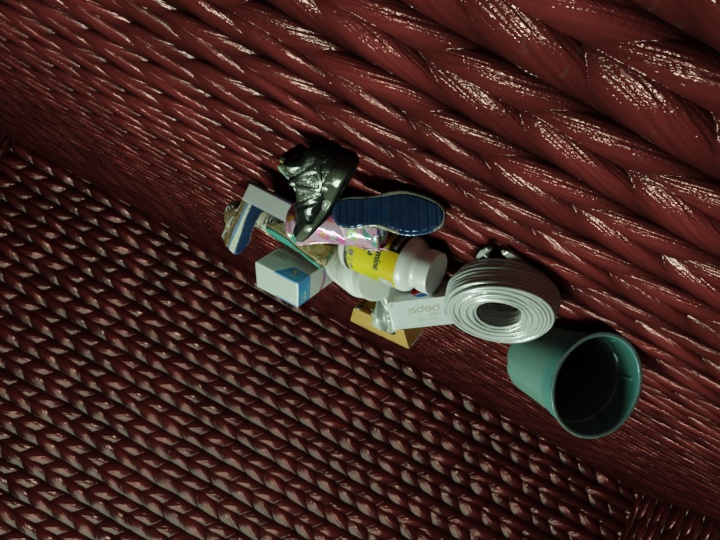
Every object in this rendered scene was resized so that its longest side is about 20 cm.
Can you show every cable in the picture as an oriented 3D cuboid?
[{"bbox_3d":[0.249,0.057,1.043,0.200,0.069,0.200,26,145,-14],"label":"cable"}]

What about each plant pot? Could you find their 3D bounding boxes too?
[{"bbox_3d":[0.402,0.198,1.168,0.200,0.200,0.196,33,175,-20],"label":"plant pot"}]

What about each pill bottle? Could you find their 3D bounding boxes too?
[{"bbox_3d":[0.064,-0.027,1.172,0.200,0.113,0.112,22,167,29],"label":"pill bottle"},{"bbox_3d":[0.000,0.000,1.355,0.114,0.114,0.200,35,180,-25],"label":"pill bottle"}]

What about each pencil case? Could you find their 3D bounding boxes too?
[{"bbox_3d":[-0.213,-0.118,1.516,0.200,0.090,0.078,27,168,15],"label":"pencil case"},{"bbox_3d":[-0.040,-0.083,1.118,0.200,0.088,0.087,6,161,18],"label":"pencil case"}]

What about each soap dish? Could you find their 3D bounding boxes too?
[{"bbox_3d":[0.089,0.107,1.617,0.200,0.157,0.081,23,150,31],"label":"soap dish"}]

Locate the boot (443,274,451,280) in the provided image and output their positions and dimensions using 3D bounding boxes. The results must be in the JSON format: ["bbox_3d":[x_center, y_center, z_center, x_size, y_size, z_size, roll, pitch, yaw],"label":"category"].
[{"bbox_3d":[0.141,0.037,1.361,0.200,0.073,0.151,35,167,-10],"label":"boot"}]

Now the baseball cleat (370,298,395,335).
[{"bbox_3d":[0.085,0.071,1.479,0.106,0.070,0.200,23,128,21],"label":"baseball cleat"}]

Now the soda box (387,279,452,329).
[{"bbox_3d":[0.157,0.064,1.174,0.200,0.064,0.068,-7,118,12],"label":"soda box"}]

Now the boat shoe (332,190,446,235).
[{"bbox_3d":[0.055,-0.100,0.994,0.200,0.072,0.072,8,-169,27],"label":"boat shoe"}]

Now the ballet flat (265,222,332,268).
[{"bbox_3d":[-0.143,-0.075,1.419,0.200,0.065,0.071,34,172,25],"label":"ballet flat"}]

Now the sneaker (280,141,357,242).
[{"bbox_3d":[-0.091,-0.141,1.017,0.114,0.076,0.200,36,136,5],"label":"sneaker"}]

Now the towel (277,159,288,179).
[{"bbox_3d":[-0.079,-0.143,1.208,0.144,0.023,0.200,33,172,30],"label":"towel"}]

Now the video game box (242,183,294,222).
[{"bbox_3d":[-0.141,-0.123,1.319,0.200,0.047,0.182,28,-173,9],"label":"video game box"}]

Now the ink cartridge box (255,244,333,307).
[{"bbox_3d":[-0.151,-0.009,1.543,0.144,0.200,0.085,25,132,28],"label":"ink cartridge box"}]

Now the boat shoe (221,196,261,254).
[{"bbox_3d":[-0.298,-0.133,1.457,0.072,0.200,0.072,38,-148,12],"label":"boat shoe"}]
